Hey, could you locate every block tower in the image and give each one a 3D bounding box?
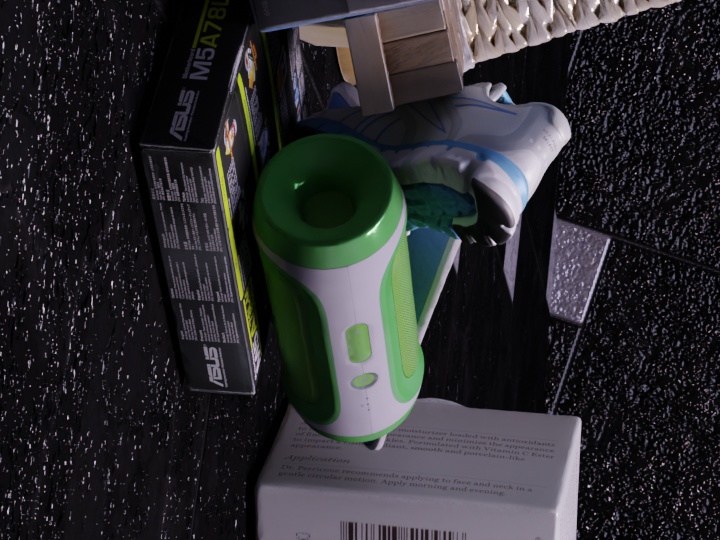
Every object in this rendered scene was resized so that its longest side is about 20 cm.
[{"bbox_3d":[0.027,-0.133,1.460,0.200,0.057,0.054,-73,151,-75],"label":"block tower"}]

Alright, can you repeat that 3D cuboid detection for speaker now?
[{"bbox_3d":[-0.011,0.013,1.440,0.200,0.088,0.089,82,15,-56],"label":"speaker"}]

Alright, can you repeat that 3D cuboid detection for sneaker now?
[{"bbox_3d":[0.042,-0.067,1.432,0.087,0.200,0.075,-46,122,-21],"label":"sneaker"}]

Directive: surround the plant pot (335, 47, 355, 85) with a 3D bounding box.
[{"bbox_3d":[0.011,-0.233,1.884,0.200,0.027,0.201,4,90,-80],"label":"plant pot"}]

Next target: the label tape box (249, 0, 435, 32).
[{"bbox_3d":[0.052,-0.182,1.378,0.143,0.199,0.067,-42,120,-67],"label":"label tape box"}]

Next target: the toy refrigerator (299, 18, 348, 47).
[{"bbox_3d":[-0.011,-0.184,1.649,0.200,0.069,0.076,-1,94,-81],"label":"toy refrigerator"}]

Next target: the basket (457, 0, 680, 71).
[{"bbox_3d":[0.099,-0.246,1.650,0.198,0.160,0.201,-75,148,-79],"label":"basket"}]

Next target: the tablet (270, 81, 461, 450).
[{"bbox_3d":[0.000,0.000,1.558,0.130,0.014,0.201,51,-38,29],"label":"tablet"}]

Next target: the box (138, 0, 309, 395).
[{"bbox_3d":[-0.069,-0.068,1.434,0.201,0.047,0.194,84,16,-50],"label":"box"}]

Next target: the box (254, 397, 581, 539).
[{"bbox_3d":[0.039,0.201,1.713,0.131,0.198,0.201,-65,157,-63],"label":"box"}]
